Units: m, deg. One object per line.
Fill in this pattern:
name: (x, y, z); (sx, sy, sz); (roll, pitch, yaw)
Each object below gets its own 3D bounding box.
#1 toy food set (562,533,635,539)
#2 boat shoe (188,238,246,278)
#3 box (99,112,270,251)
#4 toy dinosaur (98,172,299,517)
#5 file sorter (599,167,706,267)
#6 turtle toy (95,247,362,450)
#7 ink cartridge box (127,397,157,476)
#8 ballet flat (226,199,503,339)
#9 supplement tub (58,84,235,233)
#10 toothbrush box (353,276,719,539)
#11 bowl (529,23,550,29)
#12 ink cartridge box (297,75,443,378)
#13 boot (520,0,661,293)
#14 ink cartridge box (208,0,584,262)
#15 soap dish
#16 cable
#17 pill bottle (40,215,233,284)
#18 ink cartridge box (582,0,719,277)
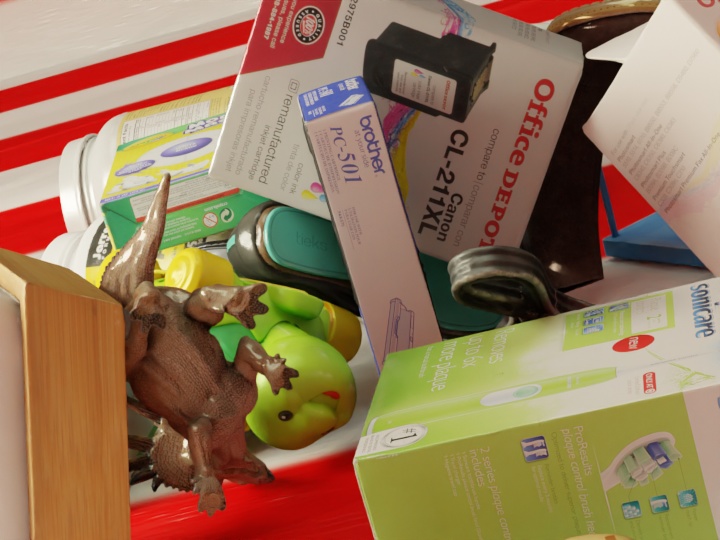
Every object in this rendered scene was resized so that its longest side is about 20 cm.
toy food set: (0.023, 0.172, 0.793); (0.198, 0.049, 0.198); (-7, 18, 30)
boat shoe: (-0.043, -0.009, 1.319); (0.198, 0.067, 0.070); (0, -34, -33)
box: (-0.115, -0.068, 1.363); (0.116, 0.049, 0.200); (-17, 15, 1)
toy dinosaur: (-0.106, 0.052, 1.062); (0.085, 0.202, 0.135); (-30, 16, -28)
file sorter: (0.269, -0.097, 1.332); (0.199, 0.124, 0.138); (-26, 17, -28)
turtle toy: (-0.074, 0.054, 1.184); (0.145, 0.102, 0.199); (23, -14, -37)
ink cartridge box: (-0.243, 0.108, 1.230); (0.198, 0.085, 0.146); (-14, 15, 11)
ballet flat: (0.000, 0.000, 1.253); (0.199, 0.069, 0.068); (20, -24, -30)
supplement tub: (-0.138, -0.072, 1.634); (0.198, 0.147, 0.146); (-13, 15, 14)
toothbrush box: (0.108, 0.081, 0.952); (0.198, 0.087, 0.146); (-12, 16, 12)
bowl: (0.107, -0.108, 1.563); (0.199, 0.091, 0.202); (-20, 28, 11)
ink cartridge box: (0.013, -0.006, 1.135); (0.044, 0.202, 0.094); (-17, 15, 0)
boot: (0.145, -0.075, 1.268); (0.072, 0.168, 0.199); (2, -17, -43)
ink cartridge box: (0.024, -0.100, 1.202); (0.198, 0.147, 0.083); (19, 15, 1)
soap dish: (-0.171, 0.092, 1.020); (0.080, 0.202, 0.157); (-4, 9, -21)
cable: (0.099, 0.033, 1.051); (0.096, 0.051, 0.200); (-2, -13, 8)
pill bottle: (-0.141, 0.005, 1.434); (0.199, 0.112, 0.111); (-6, 18, 37)
ink cartridge box: (0.239, -0.091, 1.137); (0.128, 0.200, 0.126); (-29, -20, -35)
